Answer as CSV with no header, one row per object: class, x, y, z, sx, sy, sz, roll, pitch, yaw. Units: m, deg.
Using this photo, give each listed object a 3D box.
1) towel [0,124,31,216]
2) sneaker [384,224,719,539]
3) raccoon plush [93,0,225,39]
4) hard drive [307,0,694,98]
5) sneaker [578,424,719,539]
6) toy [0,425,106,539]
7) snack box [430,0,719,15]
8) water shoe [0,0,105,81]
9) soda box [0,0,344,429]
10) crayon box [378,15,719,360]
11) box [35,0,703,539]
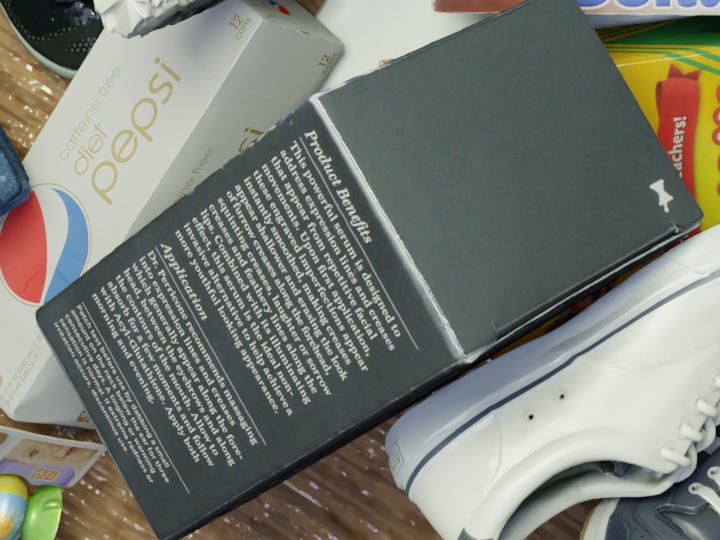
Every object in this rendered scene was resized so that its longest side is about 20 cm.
towel,-0.237,-0.030,1.121,0.199,0.049,0.112,-28,101,11
sneaker,0.109,0.046,1.056,0.199,0.073,0.071,-31,68,-1
raccoon plush,-0.045,-0.183,1.069,0.096,0.200,0.135,-29,90,36
hard drive,0.058,-0.104,1.156,0.131,0.027,0.201,33,104,-3
sneaker,0.161,0.081,1.082,0.108,0.200,0.070,-36,92,37
toy,-0.216,0.092,1.151,0.199,0.048,0.115,12,145,-29
snack box,0.128,-0.116,1.096,0.198,0.072,0.025,1,105,5
water shoe,-0.131,-0.171,1.132,0.071,0.079,0.202,-6,102,7
soda box,-0.095,-0.034,1.156,0.068,0.064,0.201,42,107,30
crayon box,0.112,-0.032,1.133,0.198,0.051,0.128,-8,110,-1
box,0.000,0.000,1.055,0.200,0.148,0.108,-34,85,46
